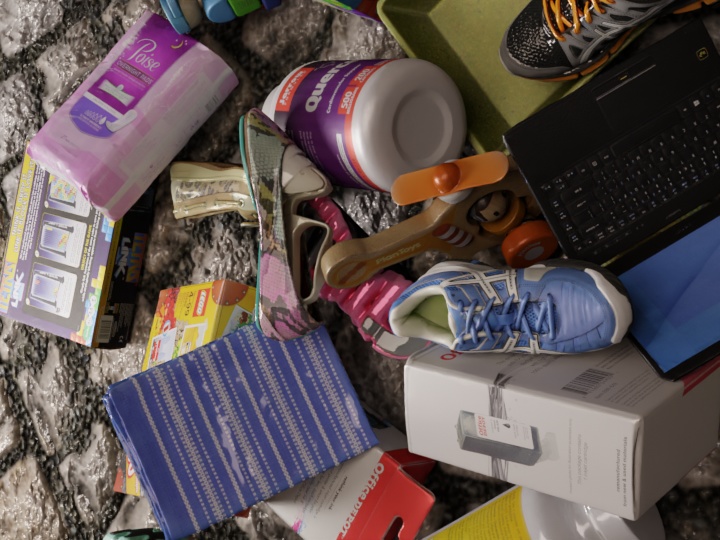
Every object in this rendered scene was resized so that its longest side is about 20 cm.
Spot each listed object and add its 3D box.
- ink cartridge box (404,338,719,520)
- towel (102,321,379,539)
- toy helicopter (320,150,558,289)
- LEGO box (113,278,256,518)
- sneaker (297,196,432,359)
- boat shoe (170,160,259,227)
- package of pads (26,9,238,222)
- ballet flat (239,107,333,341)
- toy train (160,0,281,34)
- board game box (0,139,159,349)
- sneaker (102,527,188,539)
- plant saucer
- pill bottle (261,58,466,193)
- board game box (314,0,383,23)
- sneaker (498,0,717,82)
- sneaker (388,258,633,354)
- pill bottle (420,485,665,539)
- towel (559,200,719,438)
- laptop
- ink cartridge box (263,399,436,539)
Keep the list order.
[{"bbox_3d":[0.152,0.101,0.872,0.199,0.145,0.085,13,113,38],"label":"ink cartridge box"},{"bbox_3d":[-0.102,0.125,0.975,0.199,0.024,0.145,-24,81,-9],"label":"towel"},{"bbox_3d":[0.060,-0.039,0.921,0.199,0.132,0.079,-23,60,0],"label":"toy helicopter"},{"bbox_3d":[-0.148,0.119,1.068,0.149,0.077,0.201,-10,66,57],"label":"LEGO box"},{"bbox_3d":[0.000,0.000,1.022,0.200,0.095,0.079,47,108,17],"label":"sneaker"},{"bbox_3d":[-0.111,-0.072,1.122,0.199,0.073,0.063,11,99,44],"label":"boat shoe"},{"bbox_3d":[-0.229,-0.156,1.154,0.120,0.076,0.200,34,80,33],"label":"package of pads"},{"bbox_3d":[-0.057,-0.042,0.966,0.071,0.069,0.201,-8,82,21],"label":"ballet flat"},{"bbox_3d":[-0.162,-0.336,1.137,0.115,0.085,0.201,-23,73,2],"label":"toy train"},{"bbox_3d":[-0.312,-0.030,1.252,0.165,0.057,0.201,15,95,35],"label":"board game box"},{"bbox_3d":[-0.186,0.341,1.132,0.199,0.078,0.141,10,91,33],"label":"sneaker"},{"bbox_3d":[0.139,-0.222,0.979,0.200,0.048,0.200,-43,65,23],"label":"plant saucer"},{"bbox_3d":[-0.006,-0.129,1.009,0.200,0.112,0.113,13,94,54],"label":"pill bottle"},{"bbox_3d":[-0.049,-0.303,1.016,0.103,0.200,0.105,27,101,31],"label":"board game box"},{"bbox_3d":[0.187,-0.211,0.874,0.200,0.077,0.079,-28,74,30],"label":"sneaker"},{"bbox_3d":[0.108,0.035,0.847,0.199,0.077,0.076,-2,107,44],"label":"sneaker"},{"bbox_3d":[0.136,0.229,0.911,0.200,0.112,0.112,-36,69,26],"label":"pill bottle"},{"bbox_3d":[0.251,0.017,0.906,0.200,0.023,0.144,43,108,27],"label":"towel"},{"bbox_3d":[0.234,-0.055,0.831,0.177,0.103,0.201,-30,100,-2],"label":"laptop"},{"bbox_3d":[-0.015,0.187,1.038,0.200,0.067,0.117,36,106,30],"label":"ink cartridge box"}]
